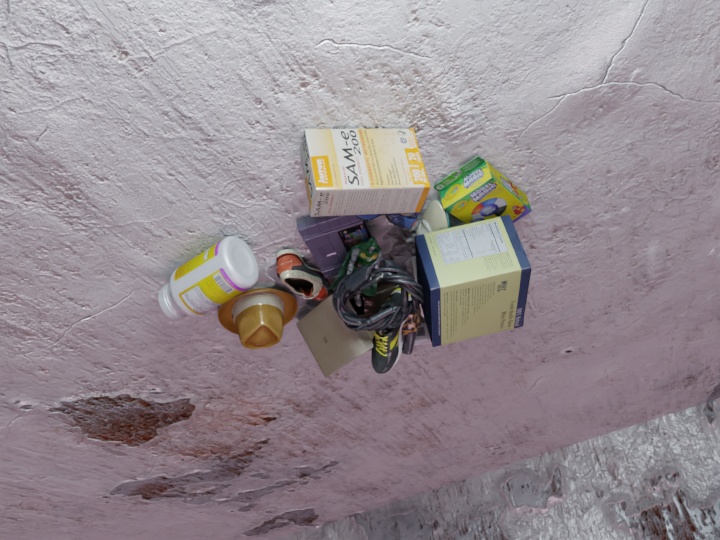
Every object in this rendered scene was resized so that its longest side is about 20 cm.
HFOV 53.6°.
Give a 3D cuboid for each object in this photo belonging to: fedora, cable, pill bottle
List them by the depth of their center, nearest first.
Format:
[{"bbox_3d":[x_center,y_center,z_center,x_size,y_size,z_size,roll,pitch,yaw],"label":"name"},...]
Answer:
[{"bbox_3d":[-0.300,0.022,1.386,0.197,0.107,0.104,-28,146,24],"label":"pill bottle"},{"bbox_3d":[0.034,0.057,1.433,0.161,0.052,0.200,27,131,-24],"label":"cable"},{"bbox_3d":[-0.224,0.119,1.589,0.194,0.084,0.202,-10,149,-6],"label":"fedora"}]

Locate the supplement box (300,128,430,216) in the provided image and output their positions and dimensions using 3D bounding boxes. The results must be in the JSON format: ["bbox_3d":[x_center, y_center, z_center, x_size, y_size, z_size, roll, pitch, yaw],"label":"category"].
[{"bbox_3d":[0.005,-0.165,1.183,0.194,0.129,0.074,-4,150,-16],"label":"supplement box"}]

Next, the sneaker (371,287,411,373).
[{"bbox_3d":[0.052,0.136,1.549,0.084,0.073,0.205,-21,128,-56],"label":"sneaker"}]

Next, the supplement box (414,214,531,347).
[{"bbox_3d":[0.219,0.023,1.417,0.194,0.137,0.202,-12,142,-2],"label":"supplement box"}]

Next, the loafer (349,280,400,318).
[{"bbox_3d":[0.030,0.070,1.601,0.197,0.075,0.071,-29,168,24],"label":"loafer"}]

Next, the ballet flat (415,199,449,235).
[{"bbox_3d":[0.142,-0.063,1.448,0.067,0.071,0.202,-12,148,-2],"label":"ballet flat"}]

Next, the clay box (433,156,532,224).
[{"bbox_3d":[0.238,-0.139,1.390,0.114,0.049,0.198,-32,145,28],"label":"clay box"}]

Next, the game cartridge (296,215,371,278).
[{"bbox_3d":[-0.040,-0.056,1.432,0.126,0.039,0.201,-13,149,8],"label":"game cartridge"}]

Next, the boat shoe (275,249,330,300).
[{"bbox_3d":[-0.117,0.025,1.503,0.070,0.064,0.200,-23,149,13],"label":"boat shoe"}]

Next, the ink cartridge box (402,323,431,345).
[{"bbox_3d":[0.143,0.174,1.800,0.158,0.059,0.200,-3,160,-18],"label":"ink cartridge box"}]

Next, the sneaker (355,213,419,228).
[{"bbox_3d":[0.043,-0.139,1.307,0.196,0.076,0.079,6,137,-43],"label":"sneaker"}]

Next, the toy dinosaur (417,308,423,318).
[{"bbox_3d":[0.175,0.105,1.769,0.104,0.062,0.199,-16,163,26],"label":"toy dinosaur"}]

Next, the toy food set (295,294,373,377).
[{"bbox_3d":[-0.059,0.146,1.621,0.060,0.146,0.199,-24,171,-40],"label":"toy food set"}]

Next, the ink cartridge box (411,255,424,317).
[{"bbox_3d":[0.217,0.015,1.592,0.194,0.086,0.146,-14,148,0],"label":"ink cartridge box"}]

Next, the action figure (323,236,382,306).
[{"bbox_3d":[0.000,0.000,1.460,0.115,0.056,0.202,0,143,-16],"label":"action figure"}]

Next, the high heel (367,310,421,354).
[{"bbox_3d":[0.039,0.119,1.627,0.194,0.073,0.145,10,134,1],"label":"high heel"}]
